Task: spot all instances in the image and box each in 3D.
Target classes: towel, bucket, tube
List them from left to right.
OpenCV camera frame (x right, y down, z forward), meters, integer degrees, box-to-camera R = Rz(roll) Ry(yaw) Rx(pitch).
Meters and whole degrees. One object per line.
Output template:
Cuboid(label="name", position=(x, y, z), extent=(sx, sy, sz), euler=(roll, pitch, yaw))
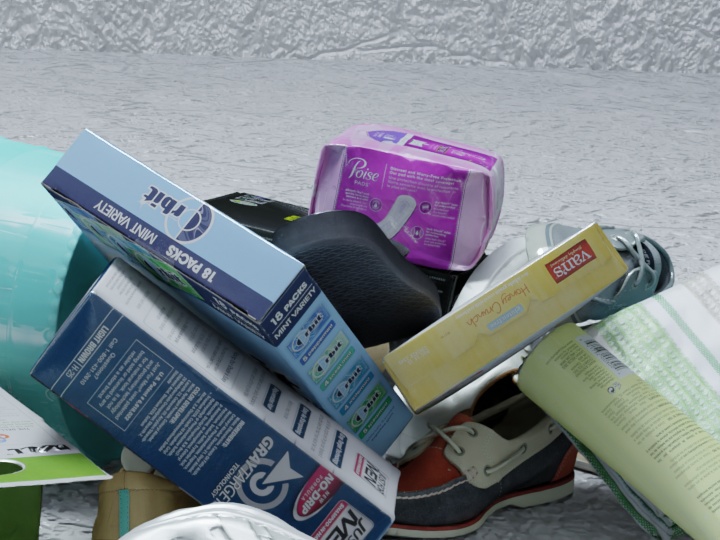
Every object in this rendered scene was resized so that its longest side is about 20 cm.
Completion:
Cuboid(label="bucket", position=(-0.196, 0.020, 1.616), extent=(0.135, 0.208, 0.207), euler=(9, 13, 24))
Cuboid(label="tube", position=(0.175, 0.109, 1.515), extent=(0.200, 0.058, 0.052), euler=(39, -6, 24))
Cuboid(label="towel", position=(0.214, 0.065, 1.601), extent=(0.200, 0.031, 0.149), euler=(-26, 59, -22))

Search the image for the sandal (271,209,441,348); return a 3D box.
Cuboid(label="sandal", position=(0.001, 0.000, 1.540), extent=(0.076, 0.043, 0.200), euler=(-13, -22, 6))

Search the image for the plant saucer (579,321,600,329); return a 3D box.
Cuboid(label="plant saucer", position=(0.230, 0.036, 1.769), extent=(0.200, 0.036, 0.200), euler=(-13, -3, -1))

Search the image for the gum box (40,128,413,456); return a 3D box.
Cuboid(label="gum box", position=(-0.072, 0.018, 1.512), extent=(0.170, 0.045, 0.200), euler=(32, -11, 31))

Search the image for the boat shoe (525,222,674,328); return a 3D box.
Cuboid(label="boat shoe", position=(0.161, -0.004, 1.754), extent=(0.071, 0.070, 0.201), euler=(-18, -7, 18))

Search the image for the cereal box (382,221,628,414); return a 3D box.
Cuboid(label="cereal box", position=(0.081, 0.030, 1.556), extent=(0.144, 0.040, 0.200), euler=(-33, -4, -2))

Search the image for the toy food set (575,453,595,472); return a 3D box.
Cuboid(label="toy food set", position=(0.233, 0.099, 1.695), extent=(0.200, 0.061, 0.143), euler=(13, 15, 40))

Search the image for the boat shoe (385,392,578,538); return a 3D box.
Cuboid(label="boat shoe", position=(0.061, 0.113, 1.572), extent=(0.071, 0.063, 0.200), euler=(16, 18, 39))

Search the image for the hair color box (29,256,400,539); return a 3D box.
Cuboid(label="hair color box", position=(-0.075, 0.083, 1.435), extent=(0.200, 0.061, 0.100), euler=(37, 11, -4))

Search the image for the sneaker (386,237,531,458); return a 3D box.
Cuboid(label="sneaker", position=(0.092, 0.060, 1.720), extent=(0.085, 0.073, 0.200), euler=(17, 48, 22))

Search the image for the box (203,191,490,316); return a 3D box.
Cuboid(label="box", position=(-0.018, -0.009, 1.871), extent=(0.200, 0.048, 0.193), euler=(14, 5, 9))

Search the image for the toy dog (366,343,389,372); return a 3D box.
Cuboid(label="toy dog", position=(-0.057, 0.073, 1.726), extent=(0.132, 0.096, 0.200), euler=(-1, -3, -10))

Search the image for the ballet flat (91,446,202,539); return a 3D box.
Cuboid(label="ballet flat", position=(-0.106, 0.113, 1.499), extent=(0.069, 0.063, 0.200), euler=(-4, 11, 5))

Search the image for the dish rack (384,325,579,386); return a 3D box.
Cuboid(label="dish rack", position=(0.078, 0.063, 1.868), extent=(0.200, 0.044, 0.172), euler=(9, 12, 26))

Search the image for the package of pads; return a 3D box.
Cuboid(label="package of pads", position=(0.035, -0.051, 1.813), extent=(0.120, 0.076, 0.200), euler=(11, 7, 4))

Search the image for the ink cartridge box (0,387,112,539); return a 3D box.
Cuboid(label="ink cartridge box", position=(-0.236, 0.118, 1.418), extent=(0.148, 0.076, 0.200), euler=(-2, 14, -27))

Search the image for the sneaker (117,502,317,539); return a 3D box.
Cuboid(label="sneaker", position=(-0.037, 0.163, 1.264), extent=(0.200, 0.078, 0.099), euler=(3, 15, 3))
